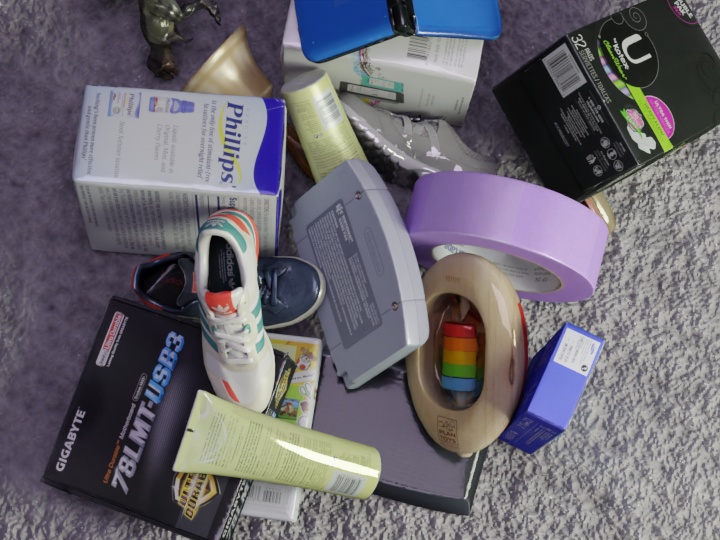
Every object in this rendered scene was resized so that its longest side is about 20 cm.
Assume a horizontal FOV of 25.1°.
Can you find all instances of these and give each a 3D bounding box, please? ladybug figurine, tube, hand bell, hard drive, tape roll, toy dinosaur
[{"bbox_3d":[0.109,0.081,1.577,0.135,0.072,0.202,12,102,39],"label":"ladybug figurine"},{"bbox_3d":[-0.022,-0.106,1.655,0.052,0.058,0.201,-49,123,-46],"label":"tube"},{"bbox_3d":[-0.085,-0.151,1.692,0.200,0.104,0.104,43,79,-6],"label":"hand bell"},{"bbox_3d":[0.033,0.160,1.635,0.198,0.042,0.136,17,77,1],"label":"hard drive"},{"bbox_3d":[0.142,-0.031,1.603,0.199,0.200,0.066,16,77,1],"label":"tape roll"},{"bbox_3d":[-0.076,0.171,1.530,0.199,0.052,0.058,16,53,-28],"label":"tube"},{"bbox_3d":[-0.194,-0.285,1.660,0.087,0.048,0.201,-12,122,-3],"label":"toy dinosaur"}]

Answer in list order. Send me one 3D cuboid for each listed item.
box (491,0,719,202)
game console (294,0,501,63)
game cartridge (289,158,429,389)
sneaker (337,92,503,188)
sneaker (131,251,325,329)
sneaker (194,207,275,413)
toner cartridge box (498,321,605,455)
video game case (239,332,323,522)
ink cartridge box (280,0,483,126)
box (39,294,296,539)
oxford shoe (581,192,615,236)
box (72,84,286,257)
[{"bbox_3d":[0.262,-0.174,1.630,0.199,0.124,0.149,-26,86,-41],"label":"box"},{"bbox_3d":[0.028,-0.309,1.603,0.170,0.118,0.202,-16,75,27],"label":"game console"},{"bbox_3d":[0.000,0.000,1.593,0.040,0.133,0.201,-5,69,-37],"label":"game cartridge"},{"bbox_3d":[0.057,-0.131,1.695,0.199,0.075,0.082,33,71,-7],"label":"sneaker"},{"bbox_3d":[-0.136,0.017,1.609,0.198,0.084,0.076,-3,79,18],"label":"sneaker"},{"bbox_3d":[-0.126,0.044,1.513,0.070,0.093,0.202,-3,96,10],"label":"sneaker"},{"bbox_3d":[0.182,0.118,1.571,0.043,0.200,0.095,27,78,3],"label":"toner cartridge box"},{"bbox_3d":[-0.146,0.148,1.620,0.198,0.023,0.184,6,77,13],"label":"video game case"},{"bbox_3d":[0.027,-0.256,1.675,0.198,0.146,0.148,11,77,1],"label":"ink cartridge box"},{"bbox_3d":[-0.189,0.148,1.592,0.197,0.050,0.201,18,79,14],"label":"box"},{"bbox_3d":[0.230,-0.128,1.697,0.074,0.070,0.201,-21,80,-13],"label":"oxford shoe"},{"bbox_3d":[-0.175,-0.093,1.609,0.198,0.184,0.106,5,70,-2],"label":"box"}]
